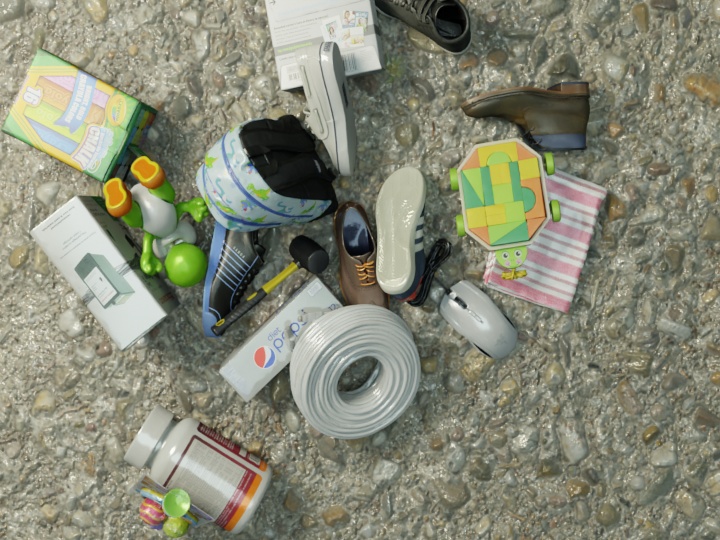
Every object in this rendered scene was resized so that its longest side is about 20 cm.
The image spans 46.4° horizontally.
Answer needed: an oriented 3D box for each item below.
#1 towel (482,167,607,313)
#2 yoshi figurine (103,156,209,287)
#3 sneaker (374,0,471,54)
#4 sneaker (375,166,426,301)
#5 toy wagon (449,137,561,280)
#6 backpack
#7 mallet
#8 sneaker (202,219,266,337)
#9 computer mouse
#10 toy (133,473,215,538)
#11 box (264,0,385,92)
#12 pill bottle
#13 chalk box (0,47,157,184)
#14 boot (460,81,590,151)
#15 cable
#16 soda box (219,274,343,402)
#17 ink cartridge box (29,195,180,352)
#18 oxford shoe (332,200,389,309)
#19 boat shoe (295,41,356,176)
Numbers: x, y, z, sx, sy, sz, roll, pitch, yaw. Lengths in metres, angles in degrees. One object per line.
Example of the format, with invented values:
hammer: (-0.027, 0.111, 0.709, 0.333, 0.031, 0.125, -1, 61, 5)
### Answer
towel: (0.280, -0.052, 1.269, 0.144, 0.030, 0.204, 17, 93, -6)
yoshi figurine: (-0.262, -0.050, 1.150, 0.110, 0.201, 0.114, -1, 56, 18)
sneaker: (0.081, -0.384, 1.195, 0.198, 0.099, 0.071, 33, 94, -4)
sneaker: (0.064, -0.050, 1.235, 0.073, 0.085, 0.204, 1, 67, 22)
toy wagon: (0.215, -0.088, 1.233, 0.152, 0.040, 0.205, -8, 86, 9)
backpack: (-0.130, -0.129, 1.147, 0.152, 0.200, 0.165, -27, 90, 10)
mallet: (-0.127, 0.028, 1.201, 0.200, 0.065, 0.041, -45, 131, -19)
sneaker: (-0.181, 0.002, 1.222, 0.076, 0.070, 0.204, 9, 94, 0)
computer mouse: (0.161, 0.055, 1.262, 0.199, 0.044, 0.110, 40, 90, -6)
toy: (-0.274, 0.342, 1.180, 0.114, 0.200, 0.048, 34, 61, -5)
box: (-0.056, -0.372, 1.198, 0.153, 0.041, 0.204, -10, 96, 12)
pill bottle: (-0.235, 0.285, 1.221, 0.198, 0.110, 0.111, 33, 92, -5)
chalk box: (-0.365, -0.199, 1.168, 0.197, 0.125, 0.126, 26, 93, -7)
boot: (0.247, -0.218, 1.231, 0.196, 0.075, 0.099, -7, 92, -5)
cable: (-0.005, 0.146, 1.212, 0.196, 0.069, 0.204, -13, 117, -17)
soda box: (-0.115, 0.096, 1.234, 0.200, 0.068, 0.064, -44, 98, 1)
ink cartridge box: (-0.348, 0.001, 1.173, 0.084, 0.146, 0.201, -36, 97, -1)
oxford shoe: (0.000, 0.000, 1.232, 0.070, 0.073, 0.204, -17, 96, -3)
boat shoe: (-0.049, -0.223, 1.187, 0.064, 0.073, 0.202, -1, 133, 13)
